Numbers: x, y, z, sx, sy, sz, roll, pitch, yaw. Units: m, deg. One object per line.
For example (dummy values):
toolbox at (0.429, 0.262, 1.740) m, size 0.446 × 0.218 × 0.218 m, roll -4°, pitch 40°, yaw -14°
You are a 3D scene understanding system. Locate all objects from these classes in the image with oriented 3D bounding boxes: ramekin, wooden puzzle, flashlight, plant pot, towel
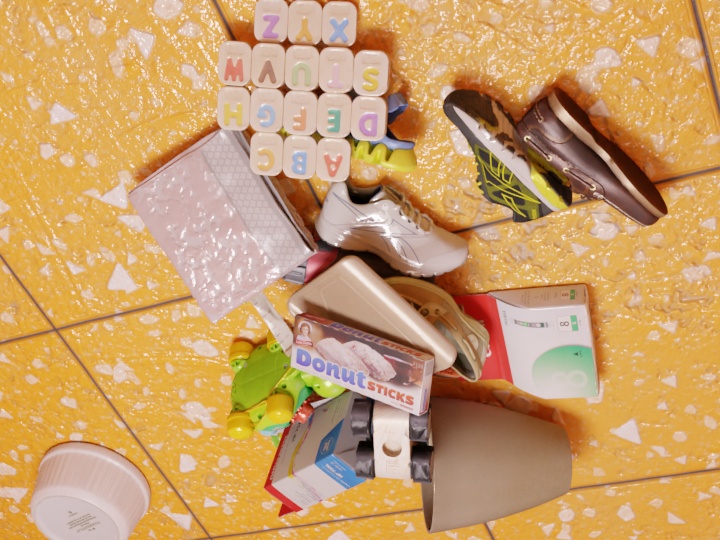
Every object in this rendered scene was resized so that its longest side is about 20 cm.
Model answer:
ramekin at (-0.460, 0.390, 1.766) m, size 0.199 × 0.095 × 0.204 m, roll 7°, pitch 129°, yaw 8°
wooden puzzle at (0.012, 0.068, 1.324) m, size 0.185 × 0.037 × 0.200 m, roll 42°, pitch 150°, yaw -8°
flashlight at (0.000, 0.000, 1.361) m, size 0.197 × 0.068 × 0.069 m, roll 12°, pitch 93°, yaw -2°
plant pot at (0.189, 0.267, 1.473) m, size 0.197 × 0.189 × 0.189 m, roll -1°, pitch 130°, yaw -2°
towel at (-0.174, -0.059, 1.317) m, size 0.190 × 0.032 × 0.201 m, roll -31°, pitch 94°, yaw 25°

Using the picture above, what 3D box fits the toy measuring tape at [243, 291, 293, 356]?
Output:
toy measuring tape at (-0.151, 0.027, 1.398) m, size 0.073 × 0.074 × 0.201 m, roll -30°, pitch 100°, yaw 32°

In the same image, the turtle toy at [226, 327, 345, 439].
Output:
turtle toy at (-0.103, 0.160, 1.478) m, size 0.198 × 0.147 × 0.101 m, roll -24°, pitch 142°, yaw 30°

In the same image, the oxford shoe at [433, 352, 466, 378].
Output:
oxford shoe at (0.052, 0.104, 1.439) m, size 0.198 × 0.072 × 0.073 m, roll 20°, pitch 148°, yaw 5°

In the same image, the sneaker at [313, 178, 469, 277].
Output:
sneaker at (0.042, -0.055, 1.301) m, size 0.197 × 0.075 × 0.088 m, roll 17°, pitch 125°, yaw -2°

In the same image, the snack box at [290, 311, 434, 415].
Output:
snack box at (-0.001, 0.113, 1.304) m, size 0.198 × 0.024 × 0.073 m, roll 17°, pitch 111°, yaw 32°

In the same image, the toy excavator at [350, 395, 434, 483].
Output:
toy excavator at (0.056, 0.211, 1.402) m, size 0.098 × 0.201 × 0.197 m, roll 2°, pitch 117°, yaw 10°

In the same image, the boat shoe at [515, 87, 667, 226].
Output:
boat shoe at (0.262, -0.118, 1.196) m, size 0.200 × 0.071 × 0.070 m, roll 43°, pitch 119°, yaw -10°

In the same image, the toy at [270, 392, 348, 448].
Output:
toy at (-0.053, 0.221, 1.563) m, size 0.199 × 0.048 × 0.115 m, roll -24°, pitch 126°, yaw 35°

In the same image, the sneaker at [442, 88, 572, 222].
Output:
sneaker at (0.157, -0.122, 1.214) m, size 0.200 × 0.075 × 0.084 m, roll 41°, pitch 127°, yaw -20°

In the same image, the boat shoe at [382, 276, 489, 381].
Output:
boat shoe at (0.092, 0.073, 1.341) m, size 0.073 × 0.064 × 0.200 m, roll -16°, pitch 140°, yaw 37°

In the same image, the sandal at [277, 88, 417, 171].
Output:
sandal at (-0.021, -0.178, 1.222) m, size 0.197 × 0.079 × 0.088 m, roll 15°, pitch 100°, yaw 7°

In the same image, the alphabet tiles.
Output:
alphabet tiles at (-0.066, -0.202, 1.179) m, size 0.197 × 0.015 × 0.199 m, roll 6°, pitch 101°, yaw 10°

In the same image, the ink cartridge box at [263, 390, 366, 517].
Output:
ink cartridge box at (-0.064, 0.261, 1.484) m, size 0.067 × 0.117 × 0.199 m, roll 39°, pitch 133°, yaw -20°

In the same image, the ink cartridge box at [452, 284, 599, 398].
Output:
ink cartridge box at (0.211, 0.100, 1.401) m, size 0.197 × 0.050 × 0.162 m, roll -6°, pitch 127°, yaw 15°
